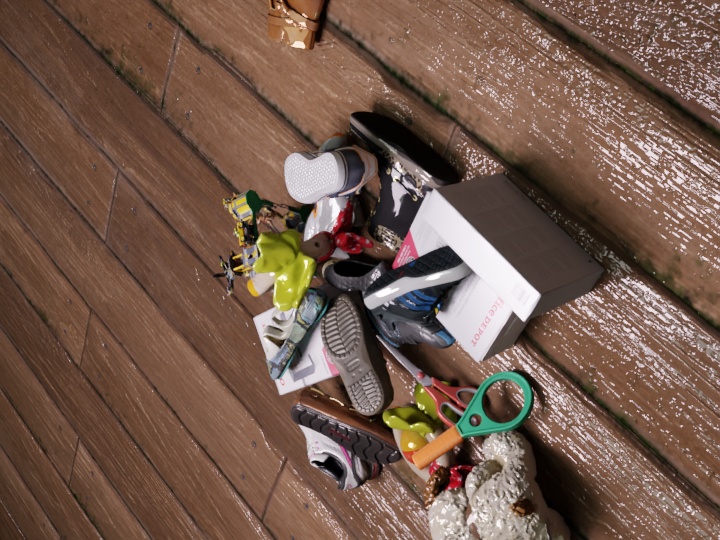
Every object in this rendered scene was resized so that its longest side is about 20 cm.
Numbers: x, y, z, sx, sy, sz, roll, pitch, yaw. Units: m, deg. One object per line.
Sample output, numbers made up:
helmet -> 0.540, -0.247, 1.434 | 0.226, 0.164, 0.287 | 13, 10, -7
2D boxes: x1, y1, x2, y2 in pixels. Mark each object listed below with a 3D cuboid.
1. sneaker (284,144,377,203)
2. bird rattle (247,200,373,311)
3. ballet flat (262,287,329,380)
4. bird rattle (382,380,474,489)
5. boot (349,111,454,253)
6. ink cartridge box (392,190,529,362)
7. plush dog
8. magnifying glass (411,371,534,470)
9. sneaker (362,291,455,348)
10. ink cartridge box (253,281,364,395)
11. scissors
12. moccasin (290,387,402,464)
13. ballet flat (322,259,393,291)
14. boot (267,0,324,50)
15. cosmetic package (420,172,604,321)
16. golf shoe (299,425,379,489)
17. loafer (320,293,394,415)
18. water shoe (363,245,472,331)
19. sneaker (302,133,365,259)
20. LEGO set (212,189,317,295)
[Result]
sneaker -> -0.044, -0.141, 1.413 | 0.199, 0.078, 0.080 | 9, 107, 61
bird rattle -> -0.088, -0.025, 1.415 | 0.162, 0.200, 0.113 | -31, 96, 45
ballet flat -> -0.119, 0.094, 1.526 | 0.074, 0.074, 0.201 | 49, 126, 24
bird rattle -> 0.112, 0.269, 1.470 | 0.202, 0.112, 0.162 | 60, 155, -11
boot -> 0.040, -0.130, 1.421 | 0.199, 0.073, 0.152 | 39, 128, 27
ink cartridge box -> 0.153, 0.001, 1.330 | 0.200, 0.085, 0.149 | 48, 131, 24
plush dog -> 0.174, 0.344, 1.328 | 0.170, 0.160, 0.203 | -28, 82, 22
magnifying glass -> 0.158, 0.217, 1.358 | 0.199, 0.022, 0.080 | -36, 59, 8
sneaker -> 0.077, 0.082, 1.451 | 0.199, 0.072, 0.083 | 28, 125, 50
ink cartridge box -> -0.077, 0.111, 1.603 | 0.199, 0.084, 0.148 | -26, 83, 48
scissors -> 0.094, 0.168, 1.412 | 0.198, 0.074, 0.014 | 30, 154, 8
moccasin -> -0.016, 0.252, 1.575 | 0.199, 0.078, 0.075 | 21, 131, 15
ballet flat -> 0.000, 0.000, 1.467 | 0.199, 0.066, 0.058 | 12, 127, 58
boot -> -0.129, -0.445, 1.510 | 0.198, 0.076, 0.158 | 27, 124, 30
cosmetic package -> 0.194, -0.036, 1.228 | 0.200, 0.149, 0.052 | 48, 133, 25
golf shoe -> -0.059, 0.291, 1.633 | 0.199, 0.091, 0.074 | 39, 129, 33
loafer -> -0.004, 0.132, 1.466 | 0.075, 0.067, 0.203 | -26, 63, 17
water shoe -> 0.092, 0.026, 1.307 | 0.199, 0.072, 0.079 | -20, 114, 47
sneaker -> -0.029, -0.113, 1.507 | 0.091, 0.076, 0.203 | 18, 117, 23
LEGO set -> -0.165, -0.040, 1.555 | 0.115, 0.199, 0.157 | -20, 79, 33
